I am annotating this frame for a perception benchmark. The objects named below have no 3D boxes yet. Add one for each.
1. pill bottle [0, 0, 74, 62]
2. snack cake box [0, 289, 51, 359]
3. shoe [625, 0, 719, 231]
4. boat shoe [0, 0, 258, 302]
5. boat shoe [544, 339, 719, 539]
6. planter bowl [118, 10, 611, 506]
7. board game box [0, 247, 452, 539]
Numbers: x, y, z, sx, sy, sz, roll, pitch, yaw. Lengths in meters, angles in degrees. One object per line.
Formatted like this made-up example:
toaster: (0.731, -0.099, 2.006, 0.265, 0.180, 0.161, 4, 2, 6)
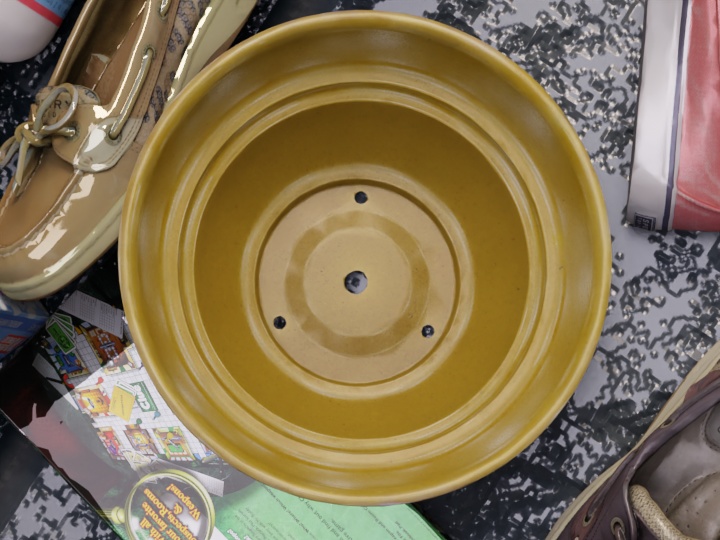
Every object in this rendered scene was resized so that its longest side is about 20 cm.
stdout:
pill bottle: (-0.158, -0.162, 0.999, 0.108, 0.109, 0.201, 30, 90, 7)
snack cake box: (-0.210, 0.024, 0.947, 0.115, 0.200, 0.067, -38, 84, 3)
shoe: (0.165, -0.114, 0.982, 0.090, 0.071, 0.202, 5, 92, 5)
boat shoe: (-0.108, -0.081, 0.982, 0.073, 0.063, 0.201, 2, 58, 46)
boat shoe: (0.126, 0.107, 0.971, 0.072, 0.065, 0.200, 38, 92, 6)
planter bowl: (0.000, 0.000, 0.976, 0.198, 0.083, 0.202, 1, 81, -3)
board game box: (-0.061, 0.087, 1.016, 0.105, 0.023, 0.200, -44, 82, 0)
